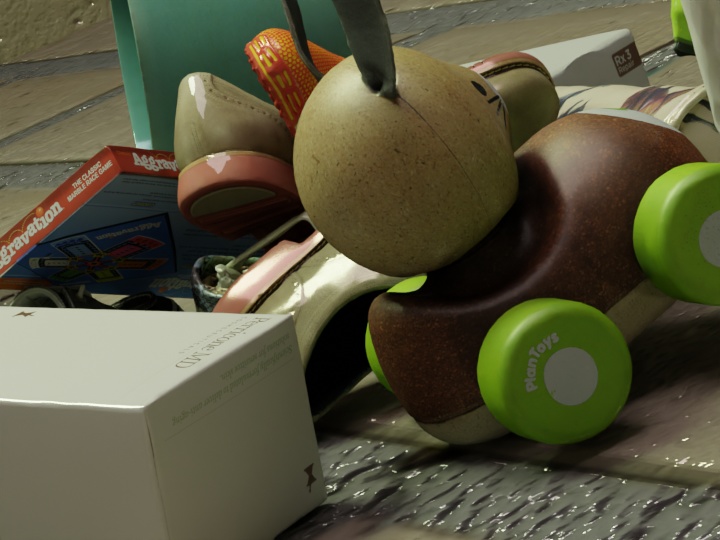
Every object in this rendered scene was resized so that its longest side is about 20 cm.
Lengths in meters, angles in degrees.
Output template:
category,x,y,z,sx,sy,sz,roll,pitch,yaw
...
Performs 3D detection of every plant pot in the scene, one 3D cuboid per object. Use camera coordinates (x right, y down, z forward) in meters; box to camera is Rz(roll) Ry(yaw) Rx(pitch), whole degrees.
category,x,y,z,sx,sy,sz,roll,pitch,yaw
plant pot,-0.075,-0.149,1.854,0.161,0.201,0.201,-9,10,-8

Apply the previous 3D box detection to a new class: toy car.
category,x,y,z,sx,sy,sz,roll,pitch,yaw
toy car,0.038,-0.047,1.099,0.158,0.200,0.164,-41,15,-13

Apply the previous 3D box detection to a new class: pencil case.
category,x,y,z,sx,sy,sz,roll,pitch,yaw
pencil case,0.127,-0.044,1.282,0.078,0.089,0.200,-61,22,-10

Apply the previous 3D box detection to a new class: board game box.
category,x,y,z,sx,sy,sz,roll,pitch,yaw
board game box,-0.098,-0.022,1.447,0.103,0.019,0.200,-40,-23,26

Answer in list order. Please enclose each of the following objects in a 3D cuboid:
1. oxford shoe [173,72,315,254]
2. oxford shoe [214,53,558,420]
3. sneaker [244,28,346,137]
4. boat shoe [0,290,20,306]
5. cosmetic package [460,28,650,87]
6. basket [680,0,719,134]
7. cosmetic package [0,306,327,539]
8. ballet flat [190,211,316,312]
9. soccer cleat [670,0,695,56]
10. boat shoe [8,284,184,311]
category,x,y,z,sx,sy,sz,roll,pitch,yaw
oxford shoe,-0.029,-0.048,1.407,0.070,0.075,0.200,-18,-21,19
oxford shoe,0.025,-0.010,1.232,0.200,0.070,0.075,-48,43,-5
sneaker,0.017,-0.073,1.354,0.077,0.200,0.073,-41,50,16
boat shoe,-0.217,0.045,1.462,0.200,0.073,0.074,-2,37,-44
cosmetic package,0.057,-0.070,1.536,0.200,0.074,0.102,-6,19,46
basket,0.241,-0.122,1.134,0.161,0.200,0.198,-10,16,35
cosmetic package,-0.127,0.069,1.110,0.200,0.085,0.108,-1,18,32
ballet flat,0.000,0.000,1.330,0.200,0.074,0.074,-15,13,29
soccer cleat,0.199,-0.108,1.259,0.067,0.081,0.200,10,-10,32
boat shoe,-0.147,0.039,1.397,0.072,0.071,0.200,-16,10,26
